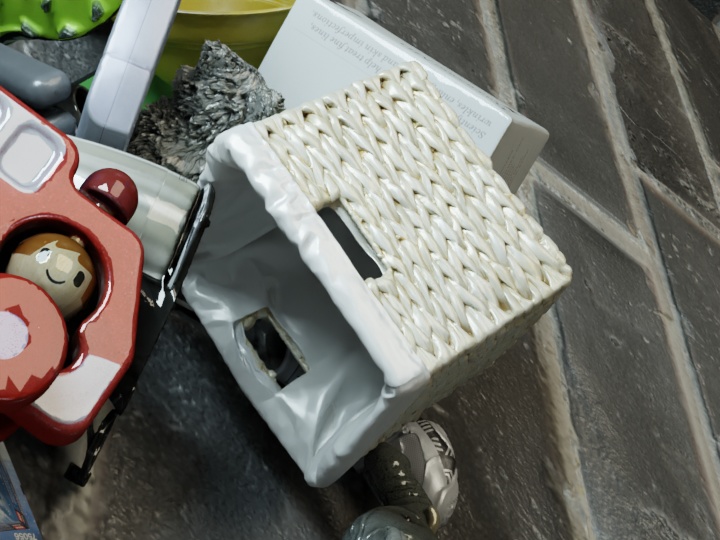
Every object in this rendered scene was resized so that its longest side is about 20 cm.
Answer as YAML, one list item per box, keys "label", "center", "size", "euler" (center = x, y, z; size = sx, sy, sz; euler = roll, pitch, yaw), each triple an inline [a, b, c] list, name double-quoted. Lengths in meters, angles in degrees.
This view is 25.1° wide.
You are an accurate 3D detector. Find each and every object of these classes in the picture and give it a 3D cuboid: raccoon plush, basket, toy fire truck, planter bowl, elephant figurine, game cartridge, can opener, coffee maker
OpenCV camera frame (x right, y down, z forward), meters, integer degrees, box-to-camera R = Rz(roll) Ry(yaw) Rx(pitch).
- label: "raccoon plush"
  center: [-0.122, -0.060, 1.103]
  size: [0.096, 0.134, 0.201]
  euler: [28, 52, -24]
- label: "basket"
  center: [0.000, 0.000, 1.056]
  size: [0.160, 0.200, 0.199]
  euler: [-30, 78, -27]
- label: "toy fire truck"
  center: [-0.198, -0.013, 0.842]
  size: [0.199, 0.112, 0.169]
  euler: [35, 63, -7]
- label: "planter bowl"
  center: [-0.120, -0.197, 1.305]
  size: [0.198, 0.084, 0.201]
  euler: [3, 25, -1]
- label: "elephant figurine"
  center: [0.028, 0.216, 1.043]
  size: [0.200, 0.141, 0.155]
  euler: [48, -9, 11]
- label: "game cartridge"
  center: [-0.145, -0.153, 1.061]
  size: [0.040, 0.133, 0.201]
  euler: [22, 61, -12]
- label: "can opener"
  center: [-0.266, -0.124, 1.056]
  size: [0.067, 0.054, 0.199]
  euler: [-23, 34, -36]
- label: "coffee maker"
  center: [-0.208, -0.005, 0.942]
  size: [0.199, 0.135, 0.193]
  euler: [24, 69, -9]

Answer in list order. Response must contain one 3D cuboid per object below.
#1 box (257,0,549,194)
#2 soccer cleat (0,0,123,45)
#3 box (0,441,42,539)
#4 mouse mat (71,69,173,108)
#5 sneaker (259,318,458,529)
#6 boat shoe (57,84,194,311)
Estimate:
- label: "box"
  center: [0.006, -0.077, 1.251]
  size: [0.198, 0.201, 0.131]
  euler: [34, 12, 15]
- label: "soccer cleat"
  center: [-0.234, -0.191, 1.120]
  size: [0.068, 0.199, 0.081]
  euler: [55, 41, -30]
- label: "box"
  center: [-0.256, 0.122, 0.819]
  size: [0.199, 0.040, 0.137]
  euler: [12, 42, -51]
- label: "mouse mat"
  center: [-0.165, -0.103, 1.317]
  size: [0.161, 0.008, 0.200]
  euler: [46, 24, -3]
- label: "sneaker"
  center: [-0.009, 0.108, 1.187]
  size: [0.114, 0.075, 0.201]
  euler: [21, 31, -42]
- label: "boat shoe"
  center: [-0.162, -0.051, 1.189]
  size: [0.200, 0.057, 0.067]
  euler: [46, 25, -4]
